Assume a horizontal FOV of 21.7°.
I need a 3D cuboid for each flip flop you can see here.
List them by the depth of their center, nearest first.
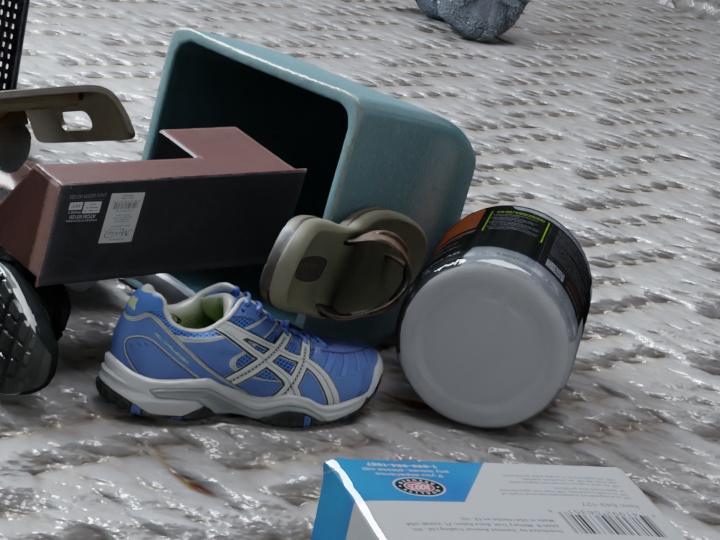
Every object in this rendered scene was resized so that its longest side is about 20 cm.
[{"bbox_3d":[0.000,0.000,1.240,0.058,0.081,0.200,19,6,22],"label":"flip flop"}]

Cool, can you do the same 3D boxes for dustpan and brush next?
[{"bbox_3d":[-0.195,-0.015,1.338,0.200,0.057,0.140,41,-4,6],"label":"dustpan and brush"}]

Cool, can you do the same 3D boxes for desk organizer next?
[{"bbox_3d":[-0.141,-0.046,1.232,0.200,0.072,0.077,-6,33,-44],"label":"desk organizer"}]

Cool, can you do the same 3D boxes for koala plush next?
[{"bbox_3d":[0.141,-0.417,2.741,0.177,0.184,0.200,12,-6,-29],"label":"koala plush"}]

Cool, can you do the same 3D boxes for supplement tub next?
[{"bbox_3d":[0.099,0.025,1.327,0.122,0.123,0.200,14,18,8],"label":"supplement tub"}]

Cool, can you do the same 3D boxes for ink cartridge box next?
[{"bbox_3d":[0.069,0.184,0.765,0.147,0.145,0.200,5,19,-19],"label":"ink cartridge box"}]

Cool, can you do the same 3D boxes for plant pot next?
[{"bbox_3d":[-0.027,-0.056,1.399,0.196,0.196,0.200,26,17,38],"label":"plant pot"}]

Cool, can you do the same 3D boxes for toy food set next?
[{"bbox_3d":[-0.277,-0.091,1.291,0.200,0.060,0.143,-10,8,-36],"label":"toy food set"}]

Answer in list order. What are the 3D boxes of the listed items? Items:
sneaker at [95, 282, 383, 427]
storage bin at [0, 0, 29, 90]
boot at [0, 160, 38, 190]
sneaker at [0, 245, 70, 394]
[{"bbox_3d":[-0.068,0.053,1.206,0.200,0.077,0.076,3,18,-34],"label":"sneaker"},{"bbox_3d":[-0.366,-0.210,1.625,0.094,0.200,0.135,19,19,23],"label":"storage bin"},{"bbox_3d":[-0.237,-0.068,1.513,0.200,0.064,0.186,13,9,28],"label":"boot"},{"bbox_3d":[-0.218,0.022,1.216,0.088,0.076,0.200,8,17,-33],"label":"sneaker"}]
